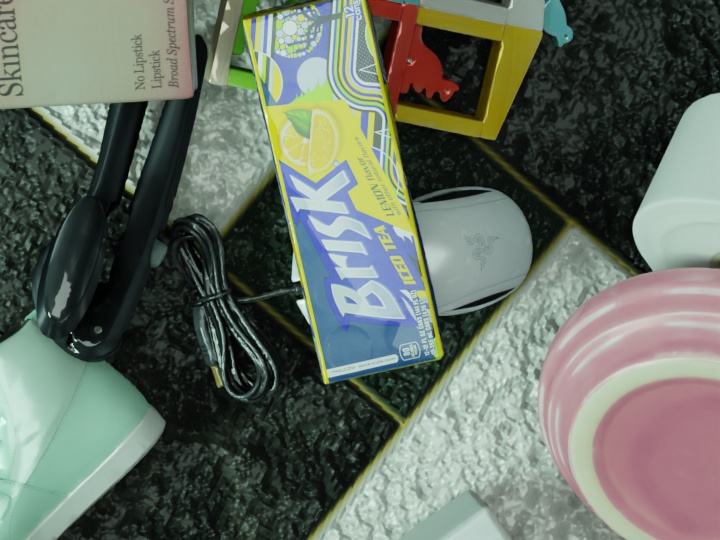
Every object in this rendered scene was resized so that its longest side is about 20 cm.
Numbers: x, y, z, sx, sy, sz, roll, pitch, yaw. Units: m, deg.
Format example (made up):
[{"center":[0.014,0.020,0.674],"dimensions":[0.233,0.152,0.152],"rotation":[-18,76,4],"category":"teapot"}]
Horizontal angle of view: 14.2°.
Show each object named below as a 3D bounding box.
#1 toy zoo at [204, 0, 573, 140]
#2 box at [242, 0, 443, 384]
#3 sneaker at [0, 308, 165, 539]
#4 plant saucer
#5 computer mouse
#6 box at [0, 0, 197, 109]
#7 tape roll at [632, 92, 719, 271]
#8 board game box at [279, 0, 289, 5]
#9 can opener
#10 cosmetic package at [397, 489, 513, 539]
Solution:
[{"center":[0.024,-0.149,1.595],"dimensions":[0.199,0.020,0.132],"rotation":[11,101,-14],"category":"toy zoo"},{"center":[-0.009,-0.046,1.550],"dimensions":[0.070,0.064,0.201],"rotation":[-13,98,2],"category":"box"},{"center":[-0.215,0.112,1.577],"dimensions":[0.118,0.074,0.200],"rotation":[47,75,-9],"category":"sneaker"},{"center":[0.190,0.091,1.559],"dimensions":[0.199,0.051,0.202],"rotation":[9,129,12],"category":"plant saucer"},{"center":[0.000,0.000,1.608],"dimensions":[0.199,0.044,0.110],"rotation":[-15,91,-3],"category":"computer mouse"},{"center":[-0.190,-0.165,1.537],"dimensions":[0.198,0.109,0.128],"rotation":[-4,131,-3],"category":"box"},{"center":[0.247,-0.012,1.541],"dimensions":[0.201,0.202,0.071],"rotation":[28,74,-3],"category":"tape roll"},{"center":[-0.046,-0.268,1.606],"dimensions":[0.134,0.034,0.201],"rotation":[-35,93,-2],"category":"board game box"},{"center":[-0.126,-0.044,1.581],"dimensions":[0.063,0.079,0.201],"rotation":[26,67,-11],"category":"can opener"},{"center":[0.012,0.221,1.598],"dimensions":[0.199,0.074,0.102],"rotation":[-34,97,-3],"category":"cosmetic package"}]
